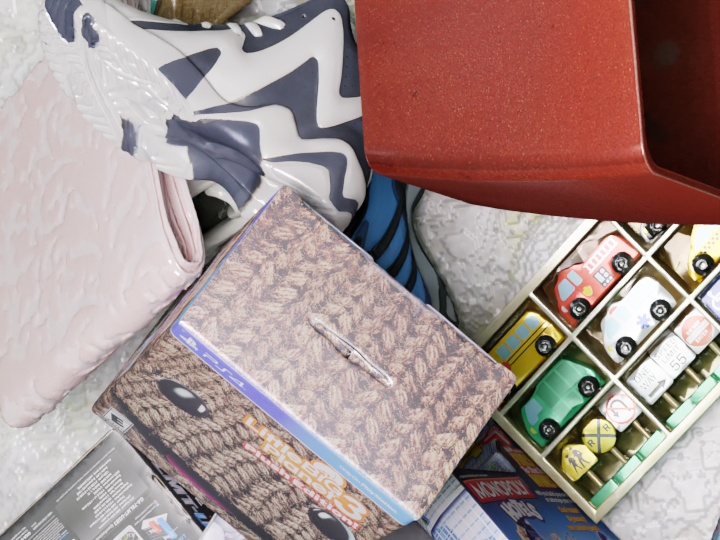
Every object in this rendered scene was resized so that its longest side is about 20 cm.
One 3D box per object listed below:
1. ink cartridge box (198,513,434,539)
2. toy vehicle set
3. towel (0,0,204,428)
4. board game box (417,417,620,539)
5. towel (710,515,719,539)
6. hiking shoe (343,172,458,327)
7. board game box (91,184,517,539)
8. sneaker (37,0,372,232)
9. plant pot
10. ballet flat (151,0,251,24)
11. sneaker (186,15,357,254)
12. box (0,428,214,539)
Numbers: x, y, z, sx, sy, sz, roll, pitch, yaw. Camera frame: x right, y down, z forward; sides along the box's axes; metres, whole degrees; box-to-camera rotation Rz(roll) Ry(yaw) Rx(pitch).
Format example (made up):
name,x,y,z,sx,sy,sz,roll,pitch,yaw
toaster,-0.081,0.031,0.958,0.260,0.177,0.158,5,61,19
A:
name,x,y,z,sx,sy,sz,roll,pitch,yaw
ink cartridge box,-0.023,0.227,1.532,0.199,0.043,0.199,32,81,4
toy vehicle set,0.160,0.029,1.515,0.124,0.026,0.200,44,104,8
towel,-0.161,-0.035,1.516,0.200,0.032,0.192,-41,53,44
board game box,0.099,0.168,1.480,0.062,0.200,0.200,-47,68,13
towel,0.294,0.092,1.474,0.146,0.022,0.201,21,101,0
hiking shoe,0.000,0.000,1.517,0.074,0.086,0.202,-11,89,39
board game box,-0.035,0.067,1.427,0.159,0.200,0.097,39,66,-4
sneaker,-0.067,-0.114,1.430,0.198,0.130,0.080,31,142,2
plant pot,0.104,-0.122,1.426,0.175,0.199,0.202,-10,78,28
ballet flat,-0.116,-0.087,1.570,0.072,0.068,0.201,21,96,-7
sneaker,-0.064,-0.066,1.522,0.070,0.080,0.201,41,88,-23
box,-0.147,0.230,1.605,0.200,0.050,0.199,-43,84,14
